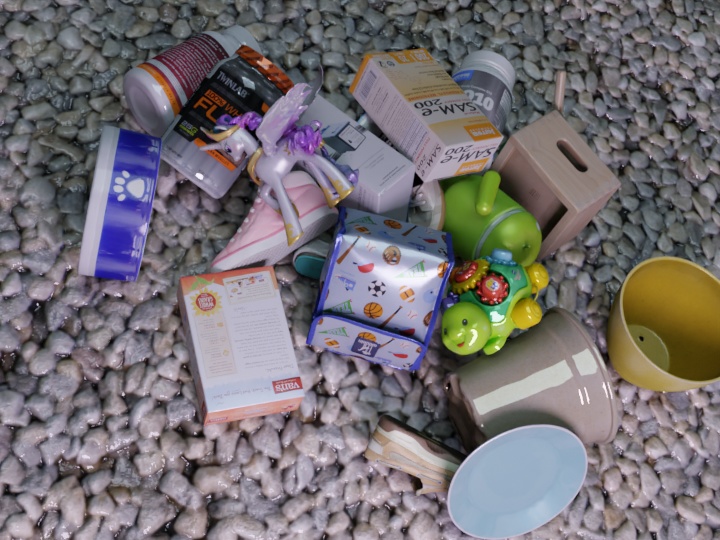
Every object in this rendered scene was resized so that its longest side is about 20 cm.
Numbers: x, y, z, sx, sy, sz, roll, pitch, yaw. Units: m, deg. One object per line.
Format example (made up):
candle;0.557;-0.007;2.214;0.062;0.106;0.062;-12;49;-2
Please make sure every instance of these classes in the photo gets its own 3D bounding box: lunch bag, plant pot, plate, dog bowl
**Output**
lunch bag;0.024;0.037;1.449;0.169;0.201;0.124;16;26;-4
plant pot;0.222;0.175;1.447;0.183;0.201;0.201;-20;69;-12
plate;0.204;0.274;1.388;0.199;0.201;0.026;-2;33;-17
plant pot;0.446;0.099;1.566;0.199;0.142;0.201;7;62;-13
dog bowl;-0.321;-0.088;1.404;0.078;0.200;0.201;10;60;-14

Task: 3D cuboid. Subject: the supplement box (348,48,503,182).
supplement box;0.093;-0.228;1.519;0.126;0.074;0.200;-16;59;-40

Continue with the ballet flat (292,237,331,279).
ballet flat;0.000;0.000;1.538;0.199;0.070;0.070;22;59;-3

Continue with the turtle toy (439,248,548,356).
turtle toy;0.166;0.046;1.428;0.101;0.145;0.200;47;37;-19

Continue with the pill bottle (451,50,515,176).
pill bottle;0.180;-0.253;1.689;0.113;0.114;0.201;24;55;-3

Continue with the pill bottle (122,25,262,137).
pill bottle;-0.246;-0.290;1.585;0.200;0.113;0.113;-36;77;-28

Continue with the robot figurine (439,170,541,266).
robot figurine;0.186;-0.064;1.572;0.115;0.176;0.200;-36;53;-15

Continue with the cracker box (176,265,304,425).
cracker box;-0.165;0.100;1.434;0.133;0.058;0.201;-7;64;-19

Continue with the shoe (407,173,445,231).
shoe;0.083;-0.135;1.563;0.053;0.070;0.201;14;66;-42

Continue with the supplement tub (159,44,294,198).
supplement tub;-0.191;-0.214;1.505;0.122;0.123;0.200;36;88;4

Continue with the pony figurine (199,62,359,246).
pony figurine;-0.096;-0.164;1.405;0.200;0.193;0.167;49;19;-4

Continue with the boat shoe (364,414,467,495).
boat shoe;0.095;0.271;1.423;0.199;0.072;0.076;30;92;-9

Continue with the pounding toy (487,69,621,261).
pounding toy;0.295;-0.163;1.636;0.142;0.184;0.200;-31;74;-28

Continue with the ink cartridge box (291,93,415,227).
ink cartridge box;-0.025;-0.141;1.530;0.200;0.147;0.086;37;60;20

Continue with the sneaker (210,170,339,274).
sneaker;-0.139;-0.069;1.499;0.200;0.075;0.105;-31;74;-2

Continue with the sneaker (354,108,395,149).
sneaker;0.046;-0.212;1.609;0.072;0.072;0.200;45;23;18
